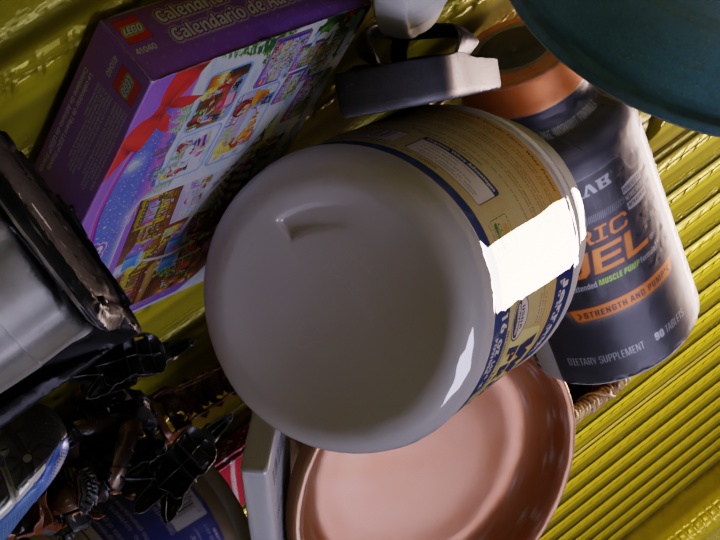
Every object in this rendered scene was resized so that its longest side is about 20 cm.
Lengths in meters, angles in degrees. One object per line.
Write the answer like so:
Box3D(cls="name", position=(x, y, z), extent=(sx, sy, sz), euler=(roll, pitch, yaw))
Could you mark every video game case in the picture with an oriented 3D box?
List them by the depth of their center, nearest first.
Box3D(cls="video game case", position=(-0.044, 0.129, 1.299), extent=(0.201, 0.018, 0.144), euler=(85, 11, -46))

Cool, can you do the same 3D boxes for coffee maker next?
Box3D(cls="coffee maker", position=(-0.189, 0.043, 0.805), extent=(0.199, 0.135, 0.192), euler=(-36, 156, -2))

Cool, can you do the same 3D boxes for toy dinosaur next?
Box3D(cls="toy dinosaur", position=(-0.137, 0.088, 1.170), extent=(0.200, 0.102, 0.136), euler=(-52, -173, -28))

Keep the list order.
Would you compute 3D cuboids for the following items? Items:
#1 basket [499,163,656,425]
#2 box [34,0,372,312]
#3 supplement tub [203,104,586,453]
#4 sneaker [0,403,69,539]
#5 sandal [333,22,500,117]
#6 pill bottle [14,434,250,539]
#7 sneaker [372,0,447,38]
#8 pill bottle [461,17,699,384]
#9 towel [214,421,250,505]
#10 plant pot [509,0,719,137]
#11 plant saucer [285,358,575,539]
Box3D(cls="basket", position=(0.122, 0.028, 1.401), extent=(0.199, 0.143, 0.149), euler=(-24, 171, -44))
Box3D(cls="box", position=(-0.089, -0.049, 0.973), extent=(0.136, 0.039, 0.200), euler=(-26, 158, -43))
Box3D(cls="supplement tub", position=(0.025, -0.003, 1.053), extent=(0.145, 0.144, 0.200), euler=(-49, 171, 25))
Box3D(cls="sneaker", position=(-0.210, 0.129, 1.075), extent=(0.200, 0.079, 0.089), euler=(-41, 153, 27))
Box3D(cls="sandal", position=(0.027, -0.100, 1.020), extent=(0.075, 0.043, 0.200), euler=(-11, -176, 3))
Box3D(cls="pill bottle", position=(-0.169, 0.191, 1.257), extent=(0.199, 0.120, 0.120), euler=(-30, 160, -31))
Box3D(cls="sneaker", position=(0.054, -0.158, 0.907), extent=(0.200, 0.084, 0.073), euler=(106, -3, -61))
Box3D(cls="pill bottle", position=(0.115, -0.042, 1.202), extent=(0.106, 0.106, 0.201), euler=(-35, 124, -17))
Box3D(cls="towel", position=(-0.046, 0.109, 1.490), extent=(0.199, 0.023, 0.145), euler=(-36, 164, -12))
Box3D(cls="plant pot", position=(0.185, -0.196, 0.973), extent=(0.200, 0.200, 0.197), euler=(-26, 151, -39))
Box3D(cls="plant saucer", position=(0.039, 0.120, 1.290), extent=(0.199, 0.037, 0.202), euler=(-15, 120, -26))
